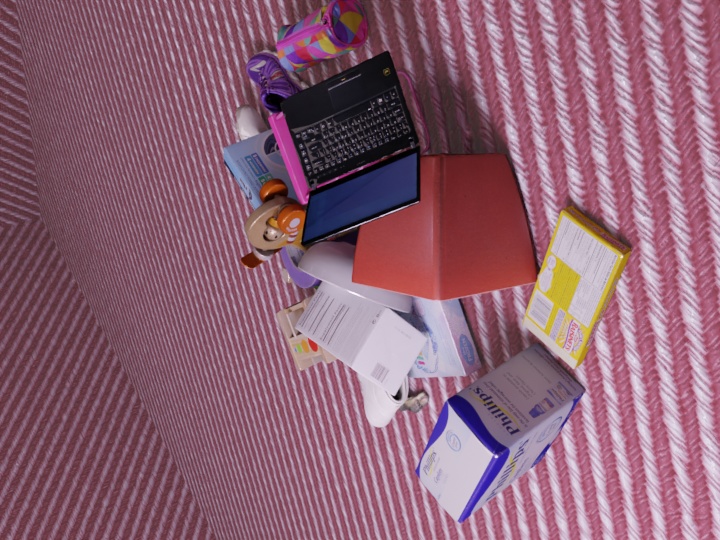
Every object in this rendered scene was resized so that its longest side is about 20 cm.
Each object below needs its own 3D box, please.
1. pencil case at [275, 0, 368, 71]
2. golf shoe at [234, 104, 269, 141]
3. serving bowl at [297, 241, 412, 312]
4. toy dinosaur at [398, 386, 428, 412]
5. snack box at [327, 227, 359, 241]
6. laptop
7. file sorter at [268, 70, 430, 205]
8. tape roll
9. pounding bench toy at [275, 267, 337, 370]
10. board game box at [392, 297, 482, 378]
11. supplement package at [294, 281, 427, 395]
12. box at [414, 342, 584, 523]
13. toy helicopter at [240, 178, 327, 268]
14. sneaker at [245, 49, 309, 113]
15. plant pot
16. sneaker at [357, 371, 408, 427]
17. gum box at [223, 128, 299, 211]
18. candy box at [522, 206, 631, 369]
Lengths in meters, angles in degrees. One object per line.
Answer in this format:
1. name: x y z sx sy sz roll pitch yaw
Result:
1. pencil case: -0.068 -0.385 1.240 0.198 0.087 0.091 -2 107 58
2. golf shoe: -0.178 -0.249 1.518 0.096 0.078 0.204 -23 94 41
3. serving bowl: 0.000 0.000 1.214 0.198 0.197 0.067 26 95 47
4. toy dinosaur: 0.054 0.231 1.457 0.199 0.047 0.090 -14 103 61
5. snack box: -0.025 -0.169 1.246 0.053 0.140 0.205 -19 93 59
6. laptop: -0.019 -0.159 0.987 0.173 0.103 0.205 -18 92 20
7. file sorter: -0.010 -0.209 1.150 0.124 0.197 0.142 -20 93 55
8. tape roll: -0.082 -0.075 1.410 0.199 0.083 0.206 25 119 57
9. pounding bench toy: -0.079 0.071 1.486 0.155 0.122 0.205 -24 88 58
10. board game box: 0.102 0.081 1.290 0.198 0.043 0.205 -15 96 61
11. supplement package: -0.003 0.104 1.273 0.113 0.111 0.199 37 174 -35
12. box: 0.197 0.233 1.090 0.105 0.197 0.187 46 142 29
13. toy helicopter: -0.116 -0.051 1.223 0.132 0.199 0.079 -46 59 10
14. sneaker: -0.162 -0.342 1.408 0.200 0.082 0.082 45 141 34
15. plant pot: 0.115 -0.072 1.061 0.198 0.196 0.182 10 104 53
16. sneaker: 0.037 0.160 1.350 0.116 0.072 0.204 125 136 -52
17. gum box: -0.113 -0.175 1.314 0.172 0.197 0.045 55 155 23
18. candy box: 0.281 0.026 1.004 0.102 0.026 0.204 42 140 33
